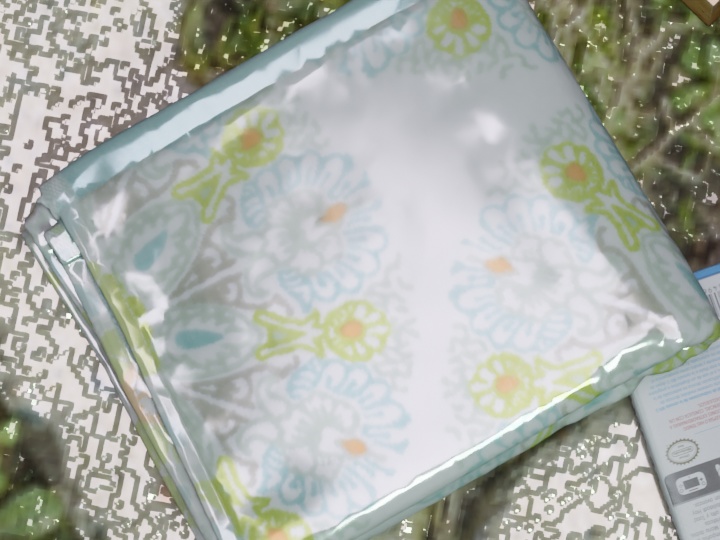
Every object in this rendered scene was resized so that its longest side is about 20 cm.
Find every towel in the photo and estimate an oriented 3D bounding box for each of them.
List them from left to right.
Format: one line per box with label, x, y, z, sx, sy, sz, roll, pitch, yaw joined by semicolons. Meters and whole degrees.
towel;0.000;0.000;1.017;0.200;0.048;0.171;-30;76;1

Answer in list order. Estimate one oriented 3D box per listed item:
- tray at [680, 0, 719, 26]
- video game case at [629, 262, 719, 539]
tray;0.091;-0.194;1.055;0.099;0.037;0.200;-45;80;-4
video game case;0.184;0.084;1.011;0.143;0.018;0.200;-18;80;-1
